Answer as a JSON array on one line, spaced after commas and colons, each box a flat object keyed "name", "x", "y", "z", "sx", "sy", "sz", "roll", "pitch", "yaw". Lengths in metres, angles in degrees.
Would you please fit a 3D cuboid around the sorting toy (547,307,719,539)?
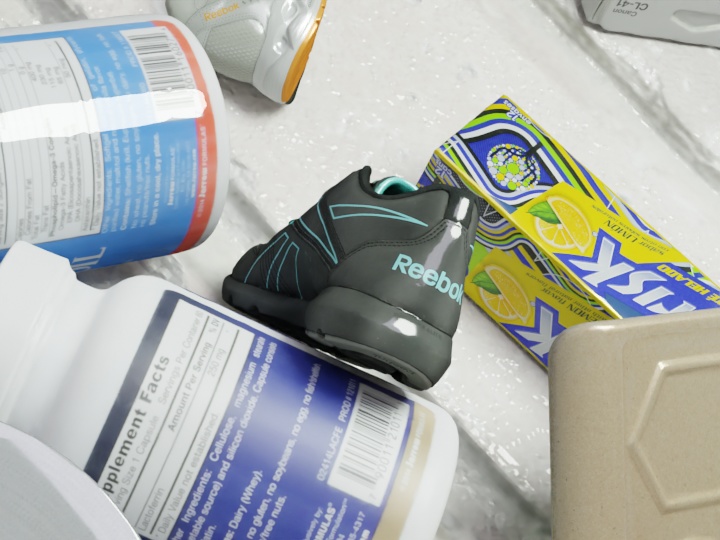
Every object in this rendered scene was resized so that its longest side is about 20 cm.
[{"name": "sorting toy", "x": 0.173, "y": 0.109, "z": 0.794, "sx": 0.198, "sy": 0.036, "sz": 0.188, "roll": -4, "pitch": 96, "yaw": -25}]

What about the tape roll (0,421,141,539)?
[{"name": "tape roll", "x": -0.160, "y": 0.150, "z": 0.593, "sx": 0.198, "sy": 0.066, "sz": 0.203, "roll": 3, "pitch": 73, "yaw": -9}]

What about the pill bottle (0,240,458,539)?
[{"name": "pill bottle", "x": -0.069, "y": 0.072, "z": 0.708, "sx": 0.198, "sy": 0.116, "sz": 0.116, "roll": 25, "pitch": 49, "yaw": -5}]

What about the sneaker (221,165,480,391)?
[{"name": "sneaker", "x": 0.000, "y": 0.000, "z": 0.752, "sx": 0.075, "sy": 0.200, "sz": 0.080, "roll": 25, "pitch": 85, "yaw": -22}]

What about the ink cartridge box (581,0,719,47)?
[{"name": "ink cartridge box", "x": 0.200, "y": -0.246, "z": 1.094, "sx": 0.146, "sy": 0.086, "sz": 0.202, "roll": 4, "pitch": 53, "yaw": -22}]

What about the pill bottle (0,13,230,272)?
[{"name": "pill bottle", "x": -0.166, "y": -0.048, "z": 0.757, "sx": 0.198, "sy": 0.113, "sz": 0.113, "roll": -11, "pitch": 60, "yaw": -30}]

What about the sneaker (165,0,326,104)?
[{"name": "sneaker", "x": -0.057, "y": -0.184, "z": 0.938, "sx": 0.091, "sy": 0.076, "sz": 0.202, "roll": 16, "pitch": 49, "yaw": -7}]

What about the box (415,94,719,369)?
[{"name": "box", "x": 0.115, "y": 0.010, "z": 0.871, "sx": 0.200, "sy": 0.070, "sz": 0.064, "roll": 43, "pitch": 52, "yaw": 10}]
